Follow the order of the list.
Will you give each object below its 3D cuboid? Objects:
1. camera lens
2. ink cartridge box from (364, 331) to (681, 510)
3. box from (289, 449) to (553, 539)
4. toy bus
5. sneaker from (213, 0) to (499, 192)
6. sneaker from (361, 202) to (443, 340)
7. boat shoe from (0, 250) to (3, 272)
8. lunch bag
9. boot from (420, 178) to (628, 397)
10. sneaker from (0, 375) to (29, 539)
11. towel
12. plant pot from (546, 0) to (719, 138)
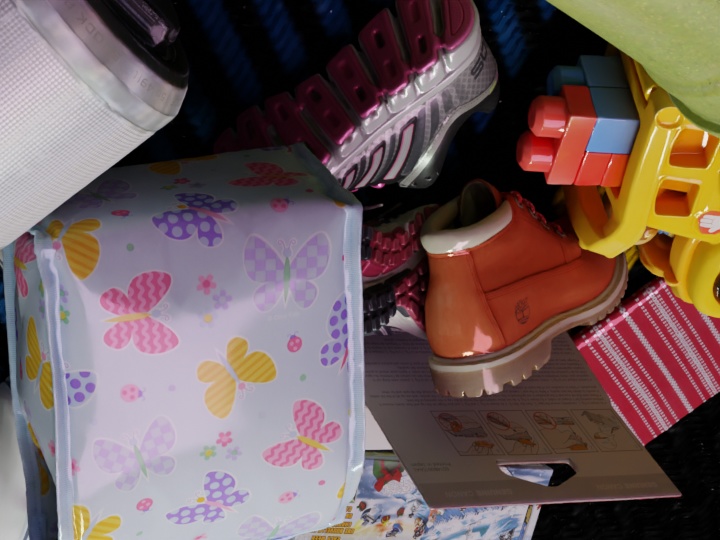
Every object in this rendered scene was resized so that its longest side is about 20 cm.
[{"bbox_3d":[-0.190,-0.089,0.983,0.199,0.161,0.160,-36,141,9],"label":"camera lens"},{"bbox_3d":[0.071,0.090,1.320,0.199,0.177,0.045,2,131,-36],"label":"ink cartridge box"},{"bbox_3d":[0.020,0.176,1.359,0.199,0.040,0.138,8,103,-40],"label":"box"},{"bbox_3d":[0.179,-0.064,1.276,0.190,0.136,0.201,-2,138,-12],"label":"toy bus"},{"bbox_3d":[-0.002,-0.068,1.192,0.199,0.074,0.087,-39,139,9],"label":"sneaker"},{"bbox_3d":[0.000,0.000,1.262,0.074,0.082,0.199,-1,177,31],"label":"sneaker"},{"bbox_3d":[-0.139,0.026,1.211,0.199,0.075,0.093,21,129,-41],"label":"boat shoe"},{"bbox_3d":[-0.091,0.050,1.100,0.168,0.127,0.202,-9,111,-17],"label":"lunch bag"},{"bbox_3d":[0.098,-0.012,1.292,0.200,0.074,0.108,-35,115,-54],"label":"boot"},{"bbox_3d":[-0.222,0.140,1.283,0.070,0.073,0.201,-8,137,-29],"label":"sneaker"},{"bbox_3d":[0.224,0.041,1.493,0.199,0.023,0.145,-36,139,5],"label":"towel"},{"bbox_3d":[0.149,-0.187,1.084,0.183,0.201,0.201,18,123,-30],"label":"plant pot"}]
